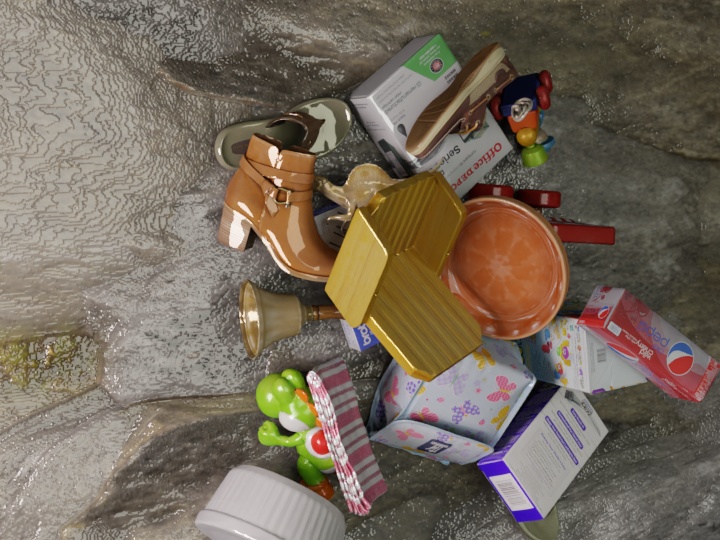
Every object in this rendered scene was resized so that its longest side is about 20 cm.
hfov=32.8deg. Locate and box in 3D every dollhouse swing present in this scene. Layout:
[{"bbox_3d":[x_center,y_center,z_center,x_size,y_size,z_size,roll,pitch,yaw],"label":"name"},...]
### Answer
[{"bbox_3d":[0.088,0.006,1.576,0.199,0.175,0.183,-25,146,-51],"label":"dollhouse swing"}]

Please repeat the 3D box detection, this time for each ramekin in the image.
[{"bbox_3d":[-0.110,0.332,1.601,0.202,0.202,0.095,35,67,-22],"label":"ramekin"}]

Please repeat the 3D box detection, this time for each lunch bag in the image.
[{"bbox_3d":[0.123,0.182,1.719,0.168,0.128,0.201,22,114,-23],"label":"lunch bag"}]

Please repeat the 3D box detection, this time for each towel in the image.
[{"bbox_3d":[-0.014,0.218,1.646,0.030,0.146,0.202,-18,90,13],"label":"towel"}]

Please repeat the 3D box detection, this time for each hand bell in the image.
[{"bbox_3d":[-0.055,0.056,1.636,0.197,0.104,0.106,-5,96,-18],"label":"hand bell"}]

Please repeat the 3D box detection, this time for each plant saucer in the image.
[{"bbox_3d":[0.189,-0.005,1.660,0.032,0.198,0.203,-33,110,-54],"label":"plant saucer"}]

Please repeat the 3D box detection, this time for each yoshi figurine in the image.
[{"bbox_3d":[-0.080,0.211,1.669,0.111,0.113,0.202,-13,120,17],"label":"yoshi figurine"}]

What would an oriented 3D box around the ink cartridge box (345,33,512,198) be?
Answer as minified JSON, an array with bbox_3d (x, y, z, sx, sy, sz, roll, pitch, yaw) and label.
[{"bbox_3d":[0.098,-0.204,1.704,0.146,0.084,0.201,-43,110,-15],"label":"ink cartridge box"}]

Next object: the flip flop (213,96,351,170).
[{"bbox_3d":[-0.098,-0.179,1.631,0.198,0.057,0.082,-15,100,-23],"label":"flip flop"}]

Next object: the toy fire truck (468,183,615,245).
[{"bbox_3d":[0.239,-0.061,1.735,0.198,0.168,0.114,4,93,-25],"label":"toy fire truck"}]

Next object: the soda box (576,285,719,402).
[{"bbox_3d":[0.389,0.100,1.649,0.199,0.070,0.064,36,78,-21],"label":"soda box"}]

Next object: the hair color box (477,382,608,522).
[{"bbox_3d":[0.268,0.257,1.784,0.200,0.065,0.110,-42,102,-35],"label":"hair color box"}]

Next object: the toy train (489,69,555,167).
[{"bbox_3d":[0.233,-0.196,1.719,0.084,0.200,0.117,-11,114,16],"label":"toy train"}]

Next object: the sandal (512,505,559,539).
[{"bbox_3d":[0.266,0.312,1.838,0.079,0.057,0.204,-9,96,-28],"label":"sandal"}]

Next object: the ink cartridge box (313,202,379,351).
[{"bbox_3d":[0.000,0.000,1.699,0.093,0.044,0.202,-23,104,-19],"label":"ink cartridge box"}]

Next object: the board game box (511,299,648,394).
[{"bbox_3d":[0.311,0.105,1.763,0.102,0.200,0.106,-8,97,-23],"label":"board game box"}]

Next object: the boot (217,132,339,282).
[{"bbox_3d":[-0.080,-0.079,1.595,0.198,0.074,0.156,20,106,-3],"label":"boot"}]

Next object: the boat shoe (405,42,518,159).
[{"bbox_3d":[0.141,-0.214,1.640,0.072,0.072,0.200,47,69,-20],"label":"boat shoe"}]

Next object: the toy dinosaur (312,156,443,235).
[{"bbox_3d":[0.022,-0.095,1.630,0.197,0.058,0.102,-6,112,-9],"label":"toy dinosaur"}]
